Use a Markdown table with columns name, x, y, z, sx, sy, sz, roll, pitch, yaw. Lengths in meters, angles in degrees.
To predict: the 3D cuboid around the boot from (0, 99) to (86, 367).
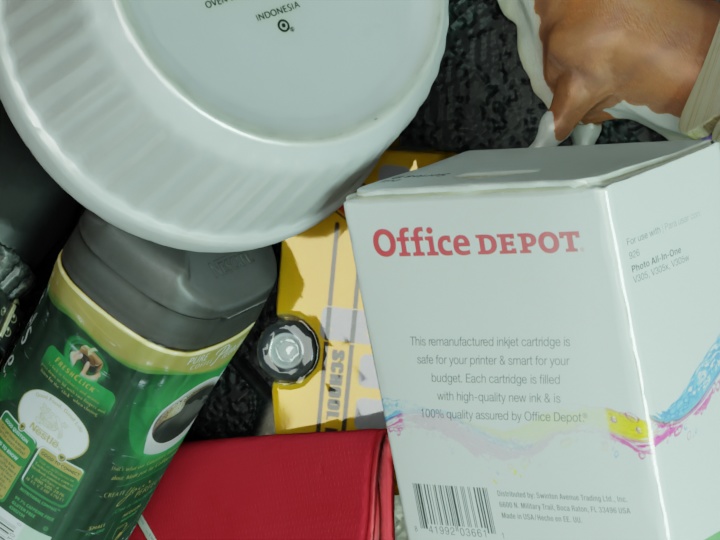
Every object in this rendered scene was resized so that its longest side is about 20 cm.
| name | x | y | z | sx | sy | sz | roll | pitch | yaw |
| --- | --- | --- | --- | --- | --- | --- | --- | --- | --- |
| boot | -0.181 | -0.012 | 1.187 | 0.079 | 0.211 | 0.158 | 30 | 56 | 14 |

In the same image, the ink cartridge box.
| name | x | y | z | sx | sy | sz | roll | pitch | yaw |
| --- | --- | --- | --- | --- | --- | --- | --- | --- | --- |
| ink cartridge box | 0.086 | 0.051 | 1.093 | 0.145 | 0.087 | 0.200 | -2 | 105 | 45 |

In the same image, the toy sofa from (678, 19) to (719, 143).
| name | x | y | z | sx | sy | sz | roll | pitch | yaw |
| --- | --- | --- | --- | --- | --- | --- | --- | --- | --- |
| toy sofa | 0.220 | -0.129 | 1.137 | 0.083 | 0.098 | 0.200 | 25 | 75 | -19 |

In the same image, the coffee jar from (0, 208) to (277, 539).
| name | x | y | z | sx | sy | sz | roll | pitch | yaw |
| --- | --- | --- | --- | --- | --- | --- | --- | --- | --- |
| coffee jar | -0.119 | 0.054 | 1.211 | 0.085 | 0.104 | 0.200 | 38 | 115 | 13 |

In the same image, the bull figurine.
| name | x | y | z | sx | sy | sz | roll | pitch | yaw |
| --- | --- | --- | --- | --- | --- | --- | --- | --- | --- |
| bull figurine | 0.131 | -0.086 | 1.199 | 0.200 | 0.065 | 0.121 | 20 | 99 | 13 |

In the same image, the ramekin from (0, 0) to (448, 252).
| name | x | y | z | sx | sy | sz | roll | pitch | yaw |
| --- | --- | --- | --- | --- | --- | --- | --- | --- | --- |
| ramekin | -0.054 | -0.115 | 1.121 | 0.202 | 0.094 | 0.202 | 7 | 74 | -26 |

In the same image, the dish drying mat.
| name | x | y | z | sx | sy | sz | roll | pitch | yaw |
| --- | --- | --- | --- | --- | --- | --- | --- | --- | --- |
| dish drying mat | -0.054 | 0.115 | 1.219 | 0.200 | 0.018 | 0.077 | -8 | 80 | 50 |

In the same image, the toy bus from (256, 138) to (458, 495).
| name | x | y | z | sx | sy | sz | roll | pitch | yaw |
| --- | --- | --- | --- | --- | --- | --- | --- | --- | --- |
| toy bus | 0.000 | 0.000 | 1.235 | 0.078 | 0.065 | 0.200 | 6 | 94 | 14 |
